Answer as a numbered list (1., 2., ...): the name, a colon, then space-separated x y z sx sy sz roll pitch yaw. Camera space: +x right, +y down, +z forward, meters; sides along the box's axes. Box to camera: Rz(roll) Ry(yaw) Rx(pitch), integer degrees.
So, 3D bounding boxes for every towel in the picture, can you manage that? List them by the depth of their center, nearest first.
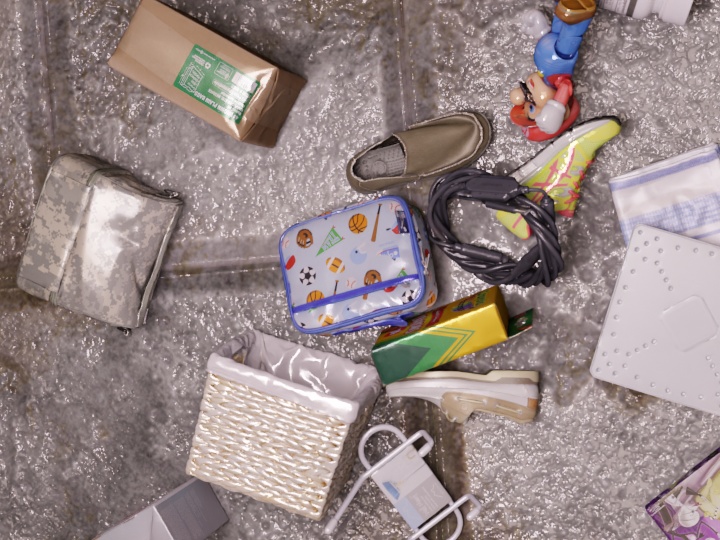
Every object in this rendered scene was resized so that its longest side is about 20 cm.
1. towel: 0.403 -0.043 1.618 0.145 0.024 0.202 -17 90 12

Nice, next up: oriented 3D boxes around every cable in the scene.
1. cable: 0.165 -0.050 1.617 0.198 0.051 0.164 5 132 40

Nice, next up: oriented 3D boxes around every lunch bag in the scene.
1. lunch bag: 0.000 0.000 1.653 0.198 0.075 0.162 -15 74 19
2. lunch bag: -0.333 -0.034 1.699 0.166 0.139 0.202 23 97 10

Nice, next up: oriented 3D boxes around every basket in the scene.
1. basket: -0.091 0.189 1.638 0.198 0.198 0.163 16 100 9

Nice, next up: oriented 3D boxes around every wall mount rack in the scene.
1. wall mount rack: 0.050 0.301 1.636 0.173 0.075 0.201 -38 109 -3

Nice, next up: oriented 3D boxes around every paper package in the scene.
1. paper package: -0.188 -0.247 1.636 0.199 0.191 0.104 30 98 7

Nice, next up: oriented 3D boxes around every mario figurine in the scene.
1. mario figurine: 0.219 -0.245 1.574 0.105 0.124 0.202 22 130 17

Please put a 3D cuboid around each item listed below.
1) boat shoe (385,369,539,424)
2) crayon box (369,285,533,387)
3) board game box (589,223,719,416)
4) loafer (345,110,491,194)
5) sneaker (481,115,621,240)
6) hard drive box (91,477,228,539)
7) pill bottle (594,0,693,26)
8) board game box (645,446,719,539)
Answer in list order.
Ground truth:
1. boat shoe: 0.128 0.161 1.654 0.197 0.075 0.069 -1 87 10
2. crayon box: 0.116 0.074 1.625 0.198 0.127 0.051 -21 96 10
3. board game box: 0.405 0.062 1.604 0.198 0.026 0.202 17 104 7
4. loafer: 0.072 -0.146 1.652 0.198 0.070 0.076 -23 88 11
5. sneaker: 0.251 -0.115 1.621 0.199 0.078 0.091 -39 85 21
6. hard drive box: -0.276 0.348 1.675 0.155 0.200 0.077 -31 86 10
7. pill bottle: 0.312 -0.373 1.574 0.198 0.114 0.115 20 96 9
8. board game box: 0.468 0.282 1.619 0.200 0.032 0.120 -41 89 10
